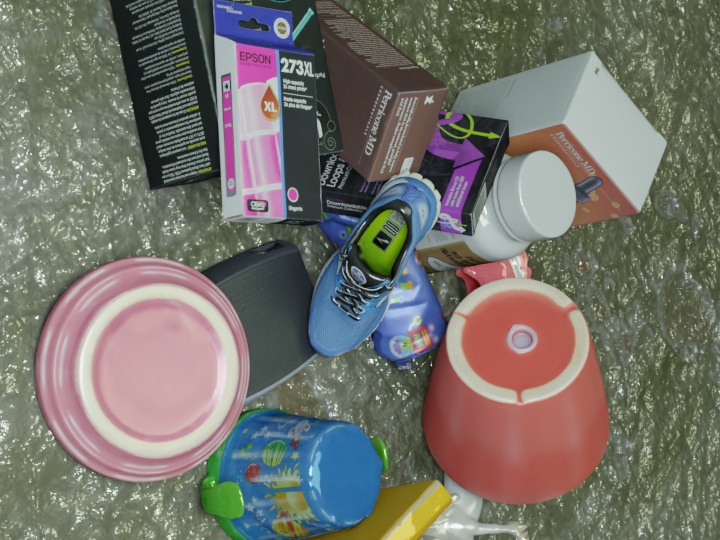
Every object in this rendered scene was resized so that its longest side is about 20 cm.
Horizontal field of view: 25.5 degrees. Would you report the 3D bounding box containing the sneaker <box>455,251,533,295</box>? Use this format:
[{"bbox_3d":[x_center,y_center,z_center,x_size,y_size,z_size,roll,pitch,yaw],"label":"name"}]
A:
[{"bbox_3d":[0.156,0.068,1.772,0.086,0.074,0.201,-17,91,-30],"label":"sneaker"}]

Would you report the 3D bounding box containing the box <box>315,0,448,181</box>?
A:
[{"bbox_3d":[-0.015,-0.181,1.543,0.075,0.200,0.101,-12,132,-43],"label":"box"}]

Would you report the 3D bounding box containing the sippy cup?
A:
[{"bbox_3d":[-0.054,0.194,1.494,0.140,0.130,0.178,52,52,-23],"label":"sippy cup"}]

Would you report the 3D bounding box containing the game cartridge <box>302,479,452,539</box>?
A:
[{"bbox_3d":[-0.025,0.274,1.459,0.032,0.176,0.200,51,60,-10],"label":"game cartridge"}]

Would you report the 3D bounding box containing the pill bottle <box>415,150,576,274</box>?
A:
[{"bbox_3d":[0.121,-0.063,1.658,0.114,0.199,0.115,9,76,-42],"label":"pill bottle"}]

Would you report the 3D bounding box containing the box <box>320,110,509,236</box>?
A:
[{"bbox_3d":[0.034,-0.107,1.577,0.036,0.199,0.143,81,24,-45],"label":"box"}]

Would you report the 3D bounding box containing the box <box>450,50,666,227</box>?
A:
[{"bbox_3d":[0.205,-0.133,1.751,0.152,0.199,0.107,44,55,-28],"label":"box"}]

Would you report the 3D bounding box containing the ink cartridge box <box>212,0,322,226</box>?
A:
[{"bbox_3d":[-0.083,-0.142,1.421,0.094,0.037,0.201,2,81,-43],"label":"ink cartridge box"}]

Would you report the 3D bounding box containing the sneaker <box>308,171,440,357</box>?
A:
[{"bbox_3d":[0.000,0.000,1.497,0.078,0.201,0.089,32,24,8],"label":"sneaker"}]

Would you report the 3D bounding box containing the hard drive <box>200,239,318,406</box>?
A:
[{"bbox_3d":[-0.113,0.059,1.523,0.200,0.042,0.136,-30,103,-43],"label":"hard drive"}]

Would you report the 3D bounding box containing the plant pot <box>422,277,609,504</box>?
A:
[{"bbox_3d":[0.159,0.112,1.614,0.178,0.199,0.201,83,27,-57],"label":"plant pot"}]

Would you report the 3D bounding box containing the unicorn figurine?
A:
[{"bbox_3d":[0.115,0.253,1.685,0.137,0.074,0.201,18,50,-14],"label":"unicorn figurine"}]

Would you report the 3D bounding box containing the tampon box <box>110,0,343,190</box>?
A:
[{"bbox_3d":[-0.126,-0.190,1.497,0.149,0.126,0.201,-12,92,-43],"label":"tampon box"}]

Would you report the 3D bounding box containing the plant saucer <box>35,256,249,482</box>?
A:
[{"bbox_3d":[-0.185,0.088,1.407,0.199,0.051,0.202,1,89,-27],"label":"plant saucer"}]

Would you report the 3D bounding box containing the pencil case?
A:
[{"bbox_3d":[0.021,0.000,1.638,0.078,0.086,0.201,-90,157,-76],"label":"pencil case"}]

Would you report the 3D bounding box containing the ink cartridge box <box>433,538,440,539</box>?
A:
[{"bbox_3d":[0.048,0.353,1.555,0.116,0.067,0.201,27,90,-38],"label":"ink cartridge box"}]
